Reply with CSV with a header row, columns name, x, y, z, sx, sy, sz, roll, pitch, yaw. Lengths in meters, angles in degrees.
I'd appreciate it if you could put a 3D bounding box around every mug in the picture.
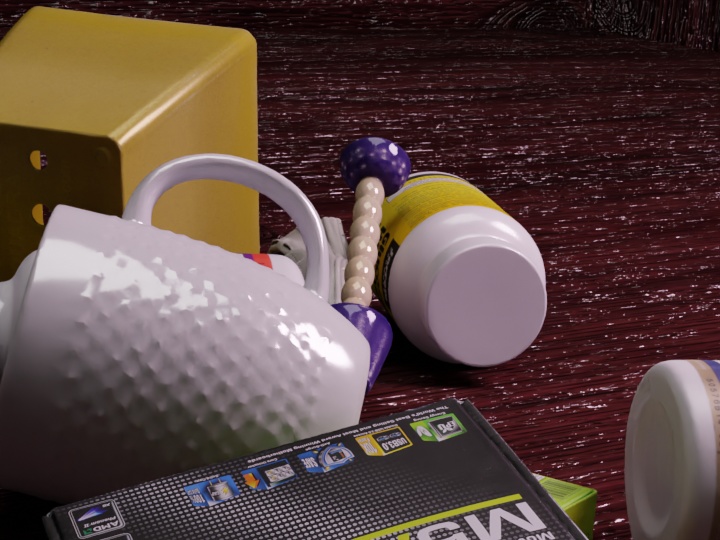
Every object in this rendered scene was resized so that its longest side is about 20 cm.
name,x,y,z,sx,sy,sz,roll,pitch,yaw
mug,-0.084,0.035,1.000,0.174,0.201,0.148,15,-18,-5

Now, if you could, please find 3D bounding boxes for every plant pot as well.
name,x,y,z,sx,sy,sz,roll,pitch,yaw
plant pot,-0.201,-0.072,1.465,0.199,0.201,0.176,8,25,17

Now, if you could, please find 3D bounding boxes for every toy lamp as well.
name,x,y,z,sx,sy,sz,roll,pitch,yaw
toy lamp,0.000,0.000,1.289,0.058,0.058,0.201,5,48,6

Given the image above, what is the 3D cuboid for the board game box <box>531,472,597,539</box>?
name,x,y,z,sx,sy,sz,roll,pitch,yaw
board game box,0.023,0.138,0.908,0.101,0.048,0.200,12,15,30

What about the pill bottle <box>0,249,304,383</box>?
name,x,y,z,sx,sy,sz,roll,pitch,yaw
pill bottle,-0.133,0.044,1.121,0.199,0.113,0.112,2,13,-10

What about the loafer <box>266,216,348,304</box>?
name,x,y,z,sx,sy,sz,roll,pitch,yaw
loafer,-0.035,0.017,1.393,0.069,0.070,0.200,-17,17,1

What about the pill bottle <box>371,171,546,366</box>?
name,x,y,z,sx,sy,sz,roll,pitch,yaw
pill bottle,0.067,0.001,1.372,0.112,0.113,0.200,2,13,-10

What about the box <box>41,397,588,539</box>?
name,x,y,z,sx,sy,sz,roll,pitch,yaw
box,-0.009,0.134,0.761,0.199,0.048,0.193,-14,26,-15

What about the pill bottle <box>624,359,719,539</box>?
name,x,y,z,sx,sy,sz,roll,pitch,yaw
pill bottle,0.245,0.104,0.987,0.199,0.112,0.111,2,13,-9
